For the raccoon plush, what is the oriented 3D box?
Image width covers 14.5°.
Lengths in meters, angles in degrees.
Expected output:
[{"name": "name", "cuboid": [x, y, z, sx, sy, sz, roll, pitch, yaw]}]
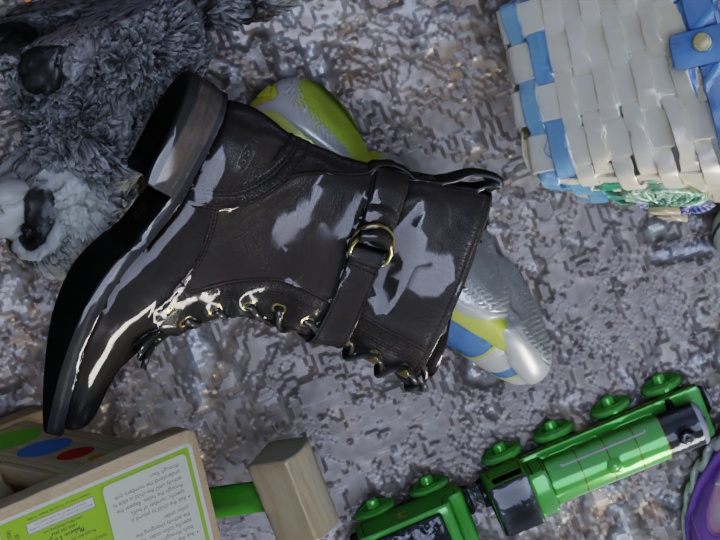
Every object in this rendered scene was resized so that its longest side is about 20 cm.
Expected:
[{"name": "raccoon plush", "cuboid": [-0.092, -0.068, 1.356, 0.200, 0.097, 0.134, -15, 111, -3]}]

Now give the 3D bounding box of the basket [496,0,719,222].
[{"name": "basket", "cuboid": [0.173, -0.100, 1.334, 0.200, 0.176, 0.139, -19, 84, 12]}]

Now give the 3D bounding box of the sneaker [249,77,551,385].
[{"name": "sneaker", "cuboid": [0.000, 0.000, 1.397, 0.105, 0.076, 0.200, -40, 102, 20]}]

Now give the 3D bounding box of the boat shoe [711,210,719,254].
[{"name": "boat shoe", "cuboid": [0.273, -0.007, 1.412, 0.199, 0.062, 0.075, 7, 145, -11]}]

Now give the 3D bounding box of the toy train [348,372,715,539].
[{"name": "toy train", "cuboid": [0.088, 0.106, 1.428, 0.200, 0.056, 0.042, -23, 104, -1]}]

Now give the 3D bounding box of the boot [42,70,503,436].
[{"name": "boot", "cuboid": [-0.041, 0.016, 1.317, 0.174, 0.069, 0.200, 25, 104, -18]}]

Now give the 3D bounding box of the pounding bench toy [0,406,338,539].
[{"name": "pounding bench toy", "cuboid": [-0.129, 0.135, 1.372, 0.200, 0.156, 0.125, -22, 106, -33]}]

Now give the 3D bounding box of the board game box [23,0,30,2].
[{"name": "board game box", "cuboid": [-0.131, -0.267, 1.247, 0.200, 0.200, 0.200, -37, 103, 3]}]

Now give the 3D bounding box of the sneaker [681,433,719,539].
[{"name": "sneaker", "cuboid": [0.219, 0.104, 1.406, 0.080, 0.089, 0.200, 17, 123, -10]}]
